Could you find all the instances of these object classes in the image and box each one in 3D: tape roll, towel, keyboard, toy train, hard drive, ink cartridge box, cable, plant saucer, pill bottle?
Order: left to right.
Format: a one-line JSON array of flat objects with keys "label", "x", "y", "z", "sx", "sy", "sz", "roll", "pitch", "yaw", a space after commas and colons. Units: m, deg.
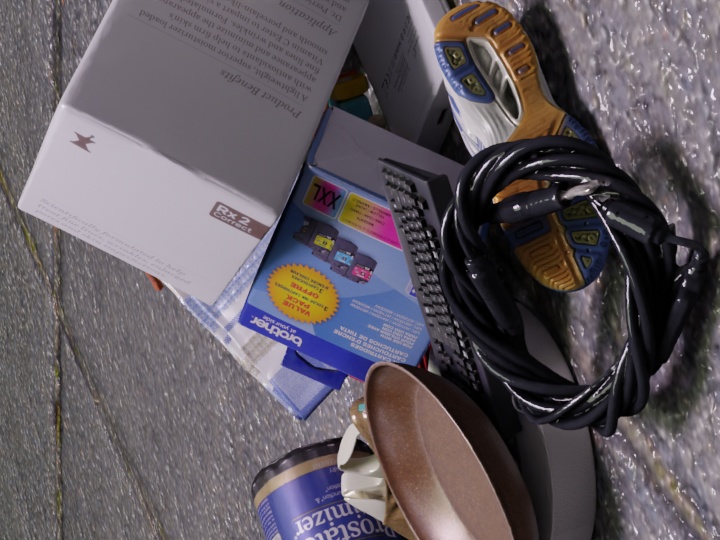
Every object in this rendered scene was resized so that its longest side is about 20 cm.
[{"label": "towel", "x": -0.066, "y": 0.002, "z": 1.636, "sx": 0.200, "sy": 0.147, "sz": 0.024, "roll": 45, "pitch": -170, "yaw": 9}, {"label": "pill bottle", "x": -0.012, "y": 0.252, "z": 1.736, "sx": 0.112, "sy": 0.111, "sz": 0.201, "roll": 115, "pitch": 139, "yaw": -58}, {"label": "ink cartridge box", "x": 0.000, "y": 0.000, "z": 1.475, "sx": 0.077, "sy": 0.136, "sz": 0.200, "roll": -67, "pitch": 2, "yaw": -46}, {"label": "toy train", "x": 0.005, "y": -0.055, "z": 1.568, "sx": 0.151, "sy": 0.055, "sz": 0.201, "roll": 84, "pitch": 165, "yaw": -53}, {"label": "hard drive", "x": 0.023, "y": -0.193, "z": 1.523, "sx": 0.132, "sy": 0.026, "sz": 0.201, "roll": 112, "pitch": 141, "yaw": -56}, {"label": "plant saucer", "x": 0.069, "y": 0.147, "z": 1.427, "sx": 0.201, "sy": 0.037, "sz": 0.201, "roll": 50, "pitch": 156, "yaw": 33}, {"label": "keyboard", "x": 0.068, "y": 0.025, "z": 1.356, "sx": 0.127, "sy": 0.021, "sz": 0.201, "roll": 21, "pitch": 136, "yaw": 53}, {"label": "tape roll", "x": 0.104, "y": 0.120, "z": 1.464, "sx": 0.203, "sy": 0.037, "sz": 0.204, "roll": 169, "pitch": 90, "yaw": -70}, {"label": "cable", "x": 0.115, "y": 0.015, "z": 1.242, "sx": 0.163, "sy": 0.051, "sz": 0.201, "roll": 31, "pitch": 135, "yaw": 13}]

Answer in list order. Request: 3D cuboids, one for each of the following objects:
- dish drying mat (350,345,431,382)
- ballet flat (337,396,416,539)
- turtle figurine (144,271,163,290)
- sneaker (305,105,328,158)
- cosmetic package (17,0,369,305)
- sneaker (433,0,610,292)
[{"label": "dish drying mat", "x": 0.016, "y": 0.062, "z": 1.692, "sx": 0.200, "sy": 0.018, "sz": 0.077, "roll": -165, "pitch": 64, "yaw": -67}, {"label": "ballet flat", "x": 0.019, "y": 0.152, "z": 1.600, "sx": 0.200, "sy": 0.072, "sz": 0.068, "roll": 85, "pitch": -179, "yaw": -57}, {"label": "turtle figurine", "x": -0.084, "y": 0.027, "z": 1.784, "sx": 0.161, "sy": 0.200, "sz": 0.065, "roll": 17, "pitch": 77, "yaw": 57}, {"label": "sneaker", "x": -0.068, "y": -0.068, "z": 1.737, "sx": 0.200, "sy": 0.092, "sz": 0.076, "roll": 107, "pitch": 145, "yaw": -51}, {"label": "cosmetic package", "x": -0.118, "y": -0.118, "z": 1.462, "sx": 0.201, "sy": 0.164, "sz": 0.165, "roll": -67, "pitch": 9, "yaw": -29}, {"label": "sneaker", "x": 0.109, "y": -0.075, "z": 1.327, "sx": 0.088, "sy": 0.075, "sz": 0.201, "roll": 71, "pitch": 179, "yaw": -74}]
